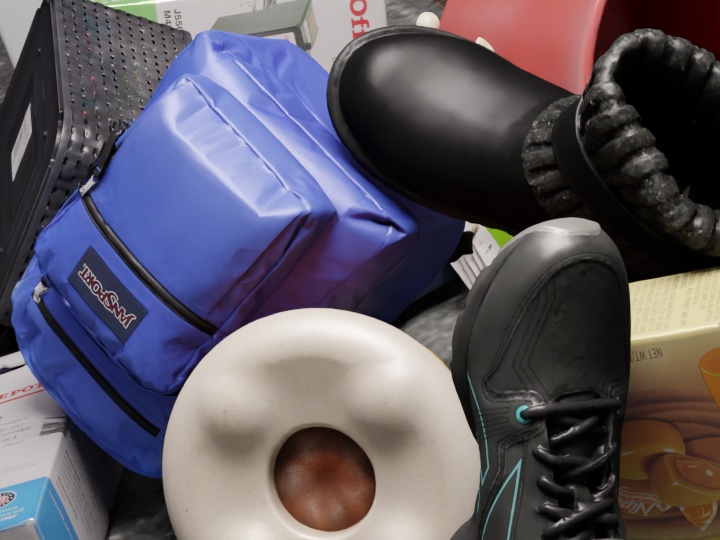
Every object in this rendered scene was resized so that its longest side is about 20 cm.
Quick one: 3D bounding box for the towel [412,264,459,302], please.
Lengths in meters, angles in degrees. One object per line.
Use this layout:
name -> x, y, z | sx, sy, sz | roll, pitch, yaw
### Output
towel -> 0.000, 0.000, 1.141 | 0.199, 0.049, 0.111 | -30, 24, -23

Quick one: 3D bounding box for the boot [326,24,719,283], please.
boot -> 0.084, -0.062, 0.852 | 0.080, 0.210, 0.158 | -63, -3, -11

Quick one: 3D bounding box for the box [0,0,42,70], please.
box -> -0.202, -0.221, 1.648 | 0.199, 0.172, 0.199 | -22, 23, -2

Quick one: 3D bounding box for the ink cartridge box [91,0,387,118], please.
ink cartridge box -> -0.081, -0.127, 1.312 | 0.199, 0.146, 0.084 | -10, 20, -11

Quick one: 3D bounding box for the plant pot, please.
plant pot -> 0.146, -0.114, 1.075 | 0.200, 0.201, 0.177 | -30, 24, -23

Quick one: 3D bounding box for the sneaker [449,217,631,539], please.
sneaker -> 0.076, 0.080, 0.727 | 0.075, 0.201, 0.079 | -6, 25, -22

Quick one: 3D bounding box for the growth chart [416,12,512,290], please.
growth chart -> 0.064, -0.047, 1.029 | 0.018, 0.145, 0.200 | -6, 39, -29

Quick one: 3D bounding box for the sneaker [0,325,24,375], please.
sneaker -> -0.185, 0.030, 1.176 | 0.075, 0.088, 0.200 | -5, 27, 33

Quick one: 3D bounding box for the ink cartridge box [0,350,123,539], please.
ink cartridge box -> -0.191, 0.117, 1.014 | 0.115, 0.067, 0.200 | -18, 23, 10

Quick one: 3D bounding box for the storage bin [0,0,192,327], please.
storage bin -> -0.157, -0.060, 1.146 | 0.093, 0.136, 0.200 | 15, 28, -21

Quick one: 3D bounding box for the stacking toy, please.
stacking toy -> 0.004, 0.078, 0.910 | 0.145, 0.147, 0.200 | -14, 4, 16

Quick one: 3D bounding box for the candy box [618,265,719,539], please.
candy box -> 0.177, 0.055, 0.777 | 0.199, 0.116, 0.055 | -12, 25, 21

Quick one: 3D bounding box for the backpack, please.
backpack -> -0.081, -0.001, 0.971 | 0.200, 0.163, 0.168 | -50, -22, 21
